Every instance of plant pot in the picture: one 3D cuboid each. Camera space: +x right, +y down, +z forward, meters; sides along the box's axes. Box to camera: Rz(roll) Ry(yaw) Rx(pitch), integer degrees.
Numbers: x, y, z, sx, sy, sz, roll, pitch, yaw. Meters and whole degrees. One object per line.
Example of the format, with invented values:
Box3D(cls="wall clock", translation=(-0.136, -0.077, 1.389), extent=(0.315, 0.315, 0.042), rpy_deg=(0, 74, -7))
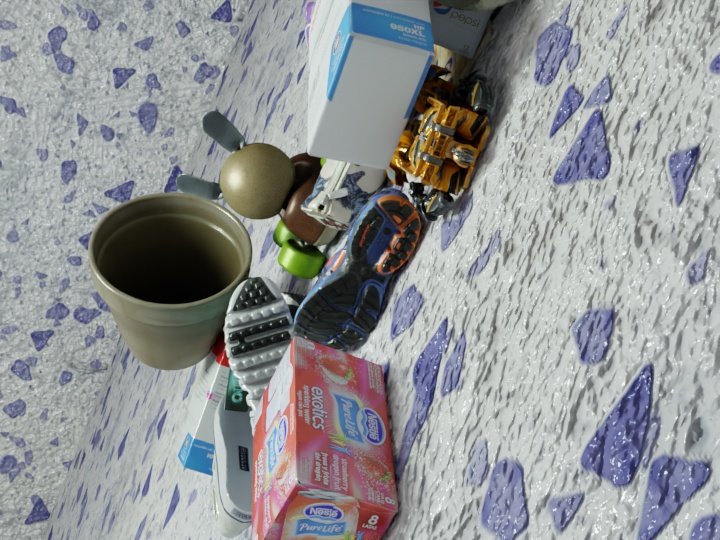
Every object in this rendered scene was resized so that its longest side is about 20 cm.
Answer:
Box3D(cls="plant pot", translation=(-0.243, 0.030, 1.567), extent=(0.174, 0.199, 0.200), rpy_deg=(101, 175, -45))

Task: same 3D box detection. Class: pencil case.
Box3D(cls="pencil case", translation=(0.003, -0.140, 1.353), extent=(0.089, 0.078, 0.200), rpy_deg=(-12, -57, -82))

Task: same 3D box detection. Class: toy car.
Box3D(cls="toy car", translation=(-0.117, -0.111, 1.500), extent=(0.158, 0.200, 0.165), rpy_deg=(-111, 44, -67))

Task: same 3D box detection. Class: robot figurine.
Box3D(cls="robot figurine", translation=(0.067, -0.129, 1.164), extent=(0.200, 0.058, 0.145), rpy_deg=(-123, 52, -71))

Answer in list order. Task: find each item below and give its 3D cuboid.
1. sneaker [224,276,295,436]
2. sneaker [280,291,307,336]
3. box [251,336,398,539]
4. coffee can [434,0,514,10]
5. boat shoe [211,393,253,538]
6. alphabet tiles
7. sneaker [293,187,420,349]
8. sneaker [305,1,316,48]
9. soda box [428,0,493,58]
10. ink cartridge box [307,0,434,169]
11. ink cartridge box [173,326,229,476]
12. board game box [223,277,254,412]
Box3D(cls="sneaker", translation=(-0.096, 0.105, 1.298), extent=(0.081, 0.075, 0.201), rpy_deg=(-99, -1, -86))
Box3D(cls="sneaker", translation=(-0.070, 0.072, 1.378), extent=(0.200, 0.074, 0.080), rpy_deg=(137, 146, -75))
Box3D(cls="box", translation=(-0.035, 0.163, 1.078), extent=(0.200, 0.095, 0.100), rpy_deg=(-96, 30, -57))
Box3D(cls="coffee can", translation=(0.107, -0.360, 1.151), extent=(0.200, 0.146, 0.146), rpy_deg=(-87, 23, -46))
Box3D(cls="boat shoe", translation=(-0.146, 0.225, 1.442), extent=(0.070, 0.071, 0.200), rpy_deg=(-56, 27, 32))
Box3D(cls="alphabet tiles", translation=(0.108, -0.265, 1.290), extent=(0.200, 0.006, 0.167), rpy_deg=(-87, 23, -46))
Box3D(cls="sneaker", translation=(0.000, 0.000, 1.237), extent=(0.200, 0.075, 0.078), rpy_deg=(-53, 12, 25))
Box3D(cls="sneaker", translation=(-0.008, -0.318, 1.555), extent=(0.200, 0.114, 0.073), rpy_deg=(-41, 31, 57))
Box3D(cls="soda box", translation=(0.077, -0.277, 1.270), extent=(0.200, 0.068, 0.064), rpy_deg=(-110, 41, -67))
Box3D(cls="ink cartridge box", translation=(0.005, -0.219, 1.174), extent=(0.145, 0.084, 0.200), rpy_deg=(113, 162, -44))
Box3D(cls="ink cartridge box", translation=(-0.177, 0.161, 1.615), extent=(0.116, 0.067, 0.200), rpy_deg=(-161, 91, -74))
Box3D(cls="board game box", translation=(-0.130, 0.080, 1.418), extent=(0.200, 0.028, 0.136), rpy_deg=(-142, 59, -86))
